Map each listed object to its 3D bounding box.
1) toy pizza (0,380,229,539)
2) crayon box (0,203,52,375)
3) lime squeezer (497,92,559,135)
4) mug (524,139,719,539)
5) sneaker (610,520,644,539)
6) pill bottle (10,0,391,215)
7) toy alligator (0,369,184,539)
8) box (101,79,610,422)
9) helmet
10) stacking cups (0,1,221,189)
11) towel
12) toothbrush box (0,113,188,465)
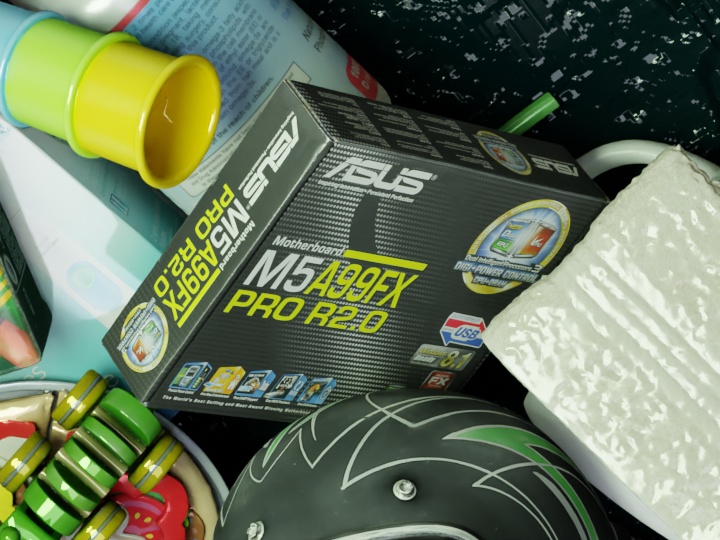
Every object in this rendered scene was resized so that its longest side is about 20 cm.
[{"bbox_3d":[-0.156,0.146,1.293,0.199,0.032,0.201,-1,116,-3],"label":"toy pizza"},{"bbox_3d":[-0.258,0.009,1.218,0.199,0.051,0.127,-18,112,7],"label":"crayon box"},{"bbox_3d":[0.034,-0.004,1.328,0.070,0.038,0.200,18,109,-11],"label":"lime squeezer"},{"bbox_3d":[0.169,0.020,1.303,0.200,0.148,0.176,38,102,15],"label":"mug"},{"bbox_3d":[0.104,0.185,1.393,0.200,0.076,0.116,31,110,-16],"label":"sneaker"},{"bbox_3d":[-0.089,-0.106,1.239,0.109,0.109,0.200,-42,109,13],"label":"pill bottle"},{"bbox_3d":[-0.145,0.112,1.230,0.059,0.054,0.200,41,90,-3],"label":"toy alligator"},{"bbox_3d":[0.000,0.000,1.226,0.200,0.044,0.160,10,125,-48],"label":"box"},{"bbox_3d":[0.027,0.148,1.224,0.200,0.200,0.191,-31,85,9],"label":"helmet"},{"bbox_3d":[-0.158,-0.090,1.171,0.200,0.060,0.061,18,115,28],"label":"stacking cups"},{"bbox_3d":[0.169,0.054,1.210,0.200,0.034,0.133,45,96,8],"label":"towel"},{"bbox_3d":[-0.170,0.001,1.291,0.146,0.085,0.200,-43,108,14],"label":"toothbrush box"}]
